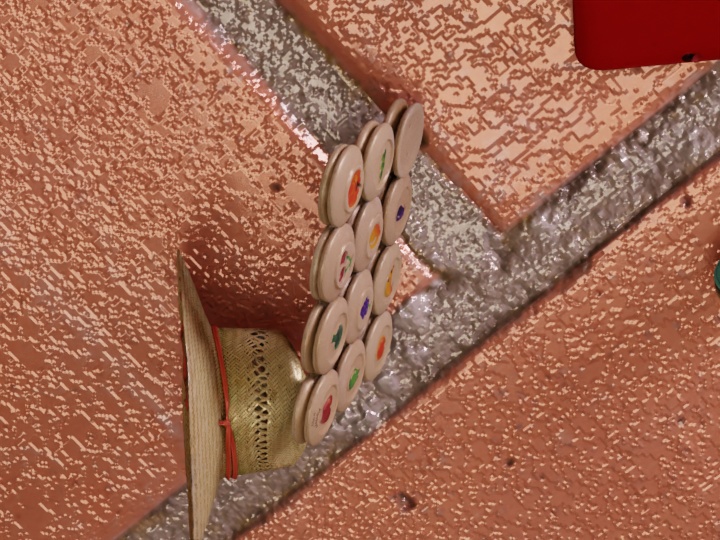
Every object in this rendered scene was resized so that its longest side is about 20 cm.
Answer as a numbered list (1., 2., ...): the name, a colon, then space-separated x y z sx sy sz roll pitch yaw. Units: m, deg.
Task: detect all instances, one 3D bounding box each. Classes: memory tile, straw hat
1. memory tile: 0.000 0.000 1.140 0.017 0.153 0.202 14 114 17
2. straw hat: -0.074 0.085 1.165 0.084 0.201 0.203 -3 112 -8

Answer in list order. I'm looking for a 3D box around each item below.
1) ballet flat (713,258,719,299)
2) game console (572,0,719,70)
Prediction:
1. ballet flat: 0.313 -0.045 1.155 0.070 0.071 0.200 37 108 -11
2. game console: 0.226 -0.230 1.106 0.198 0.119 0.174 -5 80 5
